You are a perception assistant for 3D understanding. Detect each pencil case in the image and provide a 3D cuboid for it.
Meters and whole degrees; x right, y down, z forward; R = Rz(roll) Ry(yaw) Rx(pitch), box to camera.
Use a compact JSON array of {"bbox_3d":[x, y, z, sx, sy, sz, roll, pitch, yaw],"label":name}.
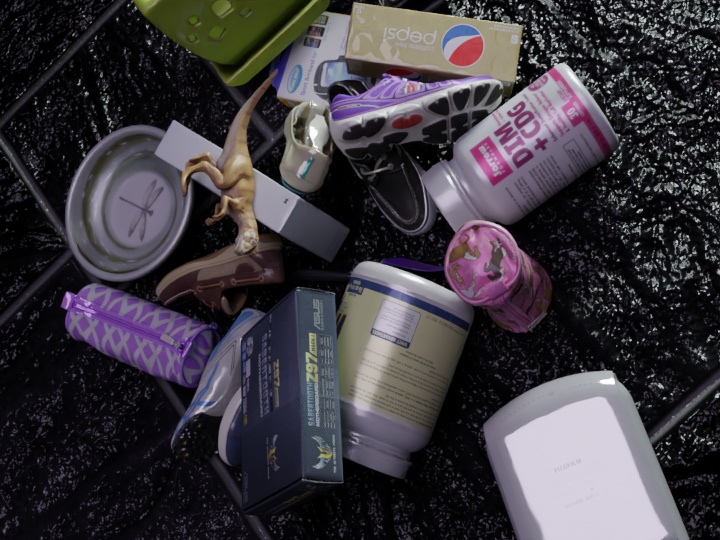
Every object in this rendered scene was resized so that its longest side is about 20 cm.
[{"bbox_3d":[-0.265,0.078,1.402,0.197,0.085,0.085,17,87,25],"label":"pencil case"},{"bbox_3d":[0.145,0.009,1.193,0.086,0.200,0.084,23,87,23],"label":"pencil case"}]

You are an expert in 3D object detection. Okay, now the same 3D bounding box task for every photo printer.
[{"bbox_3d":[0.223,0.212,1.183,0.164,0.069,0.203,-24,70,15],"label":"photo printer"}]

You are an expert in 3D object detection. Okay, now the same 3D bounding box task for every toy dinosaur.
[{"bbox_3d":[-0.141,-0.113,1.261,0.104,0.060,0.204,-1,83,-2],"label":"toy dinosaur"}]

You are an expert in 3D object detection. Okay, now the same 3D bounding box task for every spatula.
[{"bbox_3d":[0.000,0.000,1.341,0.197,0.056,0.021,-6,91,27],"label":"spatula"}]

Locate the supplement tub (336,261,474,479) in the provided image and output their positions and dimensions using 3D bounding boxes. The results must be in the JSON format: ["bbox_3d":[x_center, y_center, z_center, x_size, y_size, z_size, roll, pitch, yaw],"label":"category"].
[{"bbox_3d":[0.027,0.107,1.245,0.143,0.145,0.203,19,84,24],"label":"supplement tub"}]

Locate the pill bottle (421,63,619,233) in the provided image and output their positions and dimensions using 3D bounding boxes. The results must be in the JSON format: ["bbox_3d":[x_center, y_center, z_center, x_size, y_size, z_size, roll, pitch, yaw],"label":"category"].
[{"bbox_3d":[0.172,-0.123,1.263,0.199,0.113,0.114,-36,67,10],"label":"pill bottle"}]

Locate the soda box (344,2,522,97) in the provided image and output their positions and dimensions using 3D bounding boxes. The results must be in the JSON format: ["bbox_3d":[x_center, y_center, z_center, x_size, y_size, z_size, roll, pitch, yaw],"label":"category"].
[{"bbox_3d":[0.083,-0.253,1.324,0.196,0.064,0.069,9,84,3],"label":"soda box"}]

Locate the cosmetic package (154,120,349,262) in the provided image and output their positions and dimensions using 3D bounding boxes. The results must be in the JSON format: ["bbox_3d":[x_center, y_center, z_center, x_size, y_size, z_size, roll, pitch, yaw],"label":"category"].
[{"bbox_3d":[-0.125,-0.092,1.353,0.199,0.151,0.052,32,89,26],"label":"cosmetic package"}]

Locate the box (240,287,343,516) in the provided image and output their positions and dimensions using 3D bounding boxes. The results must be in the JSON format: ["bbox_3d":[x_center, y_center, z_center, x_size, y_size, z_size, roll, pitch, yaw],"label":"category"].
[{"bbox_3d":[-0.075,0.140,1.200,0.157,0.050,0.203,-37,50,54],"label":"box"}]

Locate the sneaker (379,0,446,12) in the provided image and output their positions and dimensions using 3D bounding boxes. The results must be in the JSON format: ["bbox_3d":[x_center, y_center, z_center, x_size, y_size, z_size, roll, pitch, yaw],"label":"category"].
[{"bbox_3d":[0.021,-0.352,1.382,0.197,0.076,0.117,5,54,20],"label":"sneaker"}]

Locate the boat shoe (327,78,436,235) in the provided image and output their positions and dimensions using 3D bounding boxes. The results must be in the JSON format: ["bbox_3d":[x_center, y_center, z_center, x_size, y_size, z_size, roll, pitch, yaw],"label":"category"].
[{"bbox_3d":[0.018,-0.129,1.332,0.070,0.063,0.202,-33,83,26],"label":"boat shoe"}]

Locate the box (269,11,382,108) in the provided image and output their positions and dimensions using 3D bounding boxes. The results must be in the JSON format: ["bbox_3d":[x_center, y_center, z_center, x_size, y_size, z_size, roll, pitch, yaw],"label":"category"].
[{"bbox_3d":[-0.015,-0.249,1.411,0.197,0.041,0.121,14,82,26],"label":"box"}]

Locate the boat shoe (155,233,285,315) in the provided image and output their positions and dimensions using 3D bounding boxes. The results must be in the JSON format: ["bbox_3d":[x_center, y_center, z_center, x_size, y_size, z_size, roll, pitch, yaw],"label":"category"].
[{"bbox_3d":[-0.166,0.019,1.371,0.198,0.072,0.073,-22,81,32],"label":"boat shoe"}]

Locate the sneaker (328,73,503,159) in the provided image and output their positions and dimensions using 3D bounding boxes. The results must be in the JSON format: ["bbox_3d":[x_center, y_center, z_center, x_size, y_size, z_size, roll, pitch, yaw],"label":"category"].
[{"bbox_3d":[0.060,-0.190,1.273,0.197,0.081,0.084,-11,57,-6],"label":"sneaker"}]

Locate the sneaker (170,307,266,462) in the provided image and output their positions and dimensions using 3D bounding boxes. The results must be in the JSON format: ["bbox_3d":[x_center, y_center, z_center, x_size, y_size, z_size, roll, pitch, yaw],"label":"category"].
[{"bbox_3d":[-0.161,0.137,1.363,0.202,0.071,0.072,-57,32,6],"label":"sneaker"}]

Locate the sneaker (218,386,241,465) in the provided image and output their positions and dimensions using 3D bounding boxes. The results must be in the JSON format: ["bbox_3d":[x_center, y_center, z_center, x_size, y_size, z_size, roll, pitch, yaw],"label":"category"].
[{"bbox_3d":[-0.085,0.147,1.318,0.084,0.075,0.202,32,89,29],"label":"sneaker"}]

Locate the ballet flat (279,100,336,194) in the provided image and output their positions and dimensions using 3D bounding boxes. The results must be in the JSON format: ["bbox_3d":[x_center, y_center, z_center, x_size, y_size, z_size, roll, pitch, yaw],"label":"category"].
[{"bbox_3d":[-0.055,-0.158,1.335,0.069,0.070,0.201,-25,29,14],"label":"ballet flat"}]

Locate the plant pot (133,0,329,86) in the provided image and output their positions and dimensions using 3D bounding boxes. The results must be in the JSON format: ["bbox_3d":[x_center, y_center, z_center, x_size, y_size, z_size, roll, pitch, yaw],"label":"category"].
[{"bbox_3d":[-0.160,-0.356,1.394,0.199,0.181,0.200,-40,42,7],"label":"plant pot"}]

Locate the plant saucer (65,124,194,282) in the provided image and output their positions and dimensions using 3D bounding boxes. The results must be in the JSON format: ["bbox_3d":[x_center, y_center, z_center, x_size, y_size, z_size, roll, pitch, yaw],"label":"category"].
[{"bbox_3d":[-0.284,-0.081,1.463,0.197,0.050,0.204,-6,75,25],"label":"plant saucer"}]
